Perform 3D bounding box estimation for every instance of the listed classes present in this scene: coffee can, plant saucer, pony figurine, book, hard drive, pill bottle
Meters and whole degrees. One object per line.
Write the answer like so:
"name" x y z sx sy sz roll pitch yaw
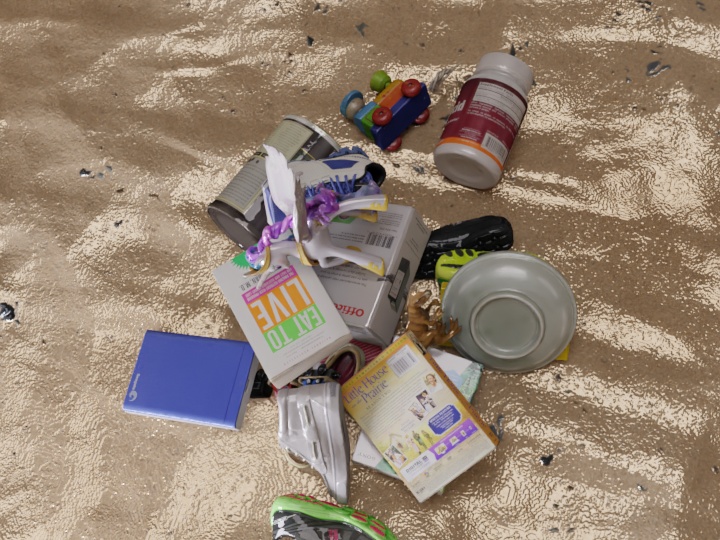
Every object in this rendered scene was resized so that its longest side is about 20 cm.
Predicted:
"coffee can" -0.126 -0.127 1.497 0.146 0.146 0.200 34 75 17
"plant saucer" 0.213 0.071 1.365 0.199 0.201 0.050 8 26 9
"pony figurine" -0.065 -0.069 1.303 0.199 0.194 0.167 -5 27 -15
"book" -0.114 0.050 1.363 0.133 0.048 0.200 -32 64 -2
"hard drive" -0.258 0.165 1.436 0.199 0.025 0.133 5 68 22
"pill bottle" 0.203 -0.245 1.526 0.114 0.114 0.201 20 71 13

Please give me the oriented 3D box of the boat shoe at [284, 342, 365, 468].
"boat shoe" -0.057 0.197 1.387 0.074 0.066 0.201 24 84 3

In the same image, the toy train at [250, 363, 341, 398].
"toy train" -0.106 0.167 1.382 0.199 0.034 0.046 -10 55 42

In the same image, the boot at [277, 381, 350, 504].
"boot" -0.067 0.246 1.334 0.095 0.201 0.074 -3 25 5

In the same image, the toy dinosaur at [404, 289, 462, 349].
"toy dinosaur" 0.086 0.104 1.366 0.106 0.201 0.060 -15 32 -30

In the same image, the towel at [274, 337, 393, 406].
"towel" -0.043 0.133 1.452 0.199 0.023 0.145 -15 68 0

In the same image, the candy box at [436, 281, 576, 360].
"candy box" 0.217 0.076 1.410 0.199 0.103 0.026 6 30 9

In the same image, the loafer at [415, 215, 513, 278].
"loafer" 0.142 -0.039 1.483 0.199 0.068 0.071 -16 29 9

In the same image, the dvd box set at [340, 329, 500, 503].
"dvd box set" 0.076 0.204 1.314 0.146 0.029 0.200 -42 84 20

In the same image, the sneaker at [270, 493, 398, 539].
"sneaker" -0.034 0.379 1.335 0.199 0.077 0.084 15 89 14

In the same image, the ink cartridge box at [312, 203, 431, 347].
"ink cartridge box" 0.000 0.000 1.423 0.145 0.084 0.201 11 69 30

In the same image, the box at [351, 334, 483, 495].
"box" 0.085 0.212 1.390 0.144 0.036 0.201 18 75 8

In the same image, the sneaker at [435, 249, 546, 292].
"sneaker" 0.213 0.017 1.441 0.199 0.084 0.074 9 49 5

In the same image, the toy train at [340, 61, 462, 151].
"toy train" 0.066 -0.305 1.590 0.200 0.085 0.116 -46 57 -12

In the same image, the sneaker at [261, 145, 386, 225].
"sneaker" -0.040 -0.126 1.392 0.199 0.081 0.115 -26 30 -27
